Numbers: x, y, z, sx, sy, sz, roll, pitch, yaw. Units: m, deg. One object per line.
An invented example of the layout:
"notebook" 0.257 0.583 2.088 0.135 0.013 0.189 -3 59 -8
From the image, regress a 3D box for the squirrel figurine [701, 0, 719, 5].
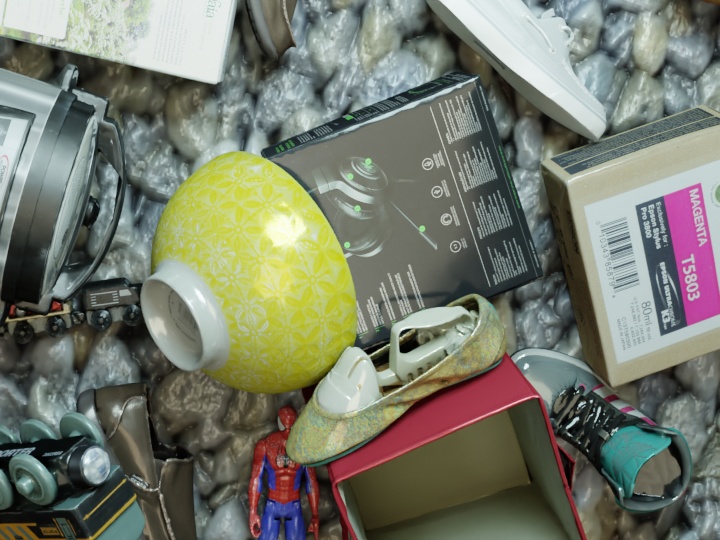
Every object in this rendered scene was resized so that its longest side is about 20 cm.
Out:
"squirrel figurine" 0.317 -0.328 0.964 0.186 0.141 0.201 -40 89 11

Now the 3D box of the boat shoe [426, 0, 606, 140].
"boat shoe" 0.145 -0.195 0.985 0.199 0.072 0.069 40 91 -5

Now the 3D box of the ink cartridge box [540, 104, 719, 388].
"ink cartridge box" 0.262 -0.021 1.012 0.162 0.075 0.203 -19 110 -3

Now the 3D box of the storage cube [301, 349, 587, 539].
"storage cube" 0.068 0.168 0.966 0.197 0.180 0.173 -22 112 -4

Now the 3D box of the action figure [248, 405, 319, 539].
"action figure" -0.069 0.221 1.038 0.064 0.052 0.204 2 98 -4

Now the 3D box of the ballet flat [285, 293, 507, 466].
"ballet flat" 0.023 0.077 0.891 0.198 0.071 0.072 -27 103 -12

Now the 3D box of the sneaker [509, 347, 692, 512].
"sneaker" 0.218 0.147 1.024 0.198 0.121 0.084 32 95 -12

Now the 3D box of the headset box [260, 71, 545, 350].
"headset box" 0.026 -0.045 0.950 0.197 0.093 0.177 -22 103 -3

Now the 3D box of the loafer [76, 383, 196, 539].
"loafer" -0.173 0.186 0.993 0.070 0.073 0.202 -24 103 -2

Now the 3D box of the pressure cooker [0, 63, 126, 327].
"pressure cooker" -0.282 -0.070 0.892 0.197 0.180 0.177 18 132 -11

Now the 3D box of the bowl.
"bowl" -0.107 0.020 0.904 0.107 0.199 0.203 -31 105 -37

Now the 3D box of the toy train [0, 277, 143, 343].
"toy train" -0.278 0.036 0.980 0.196 0.034 0.047 -9 98 -7

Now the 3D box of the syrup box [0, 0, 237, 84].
"syrup box" -0.200 -0.210 0.922 0.197 0.081 0.080 11 101 -10

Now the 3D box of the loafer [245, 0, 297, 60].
"loafer" -0.063 -0.274 0.933 0.070 0.073 0.204 -4 101 -6

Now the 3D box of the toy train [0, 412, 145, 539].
"toy train" -0.266 0.187 0.946 0.198 0.085 0.115 -12 109 37
